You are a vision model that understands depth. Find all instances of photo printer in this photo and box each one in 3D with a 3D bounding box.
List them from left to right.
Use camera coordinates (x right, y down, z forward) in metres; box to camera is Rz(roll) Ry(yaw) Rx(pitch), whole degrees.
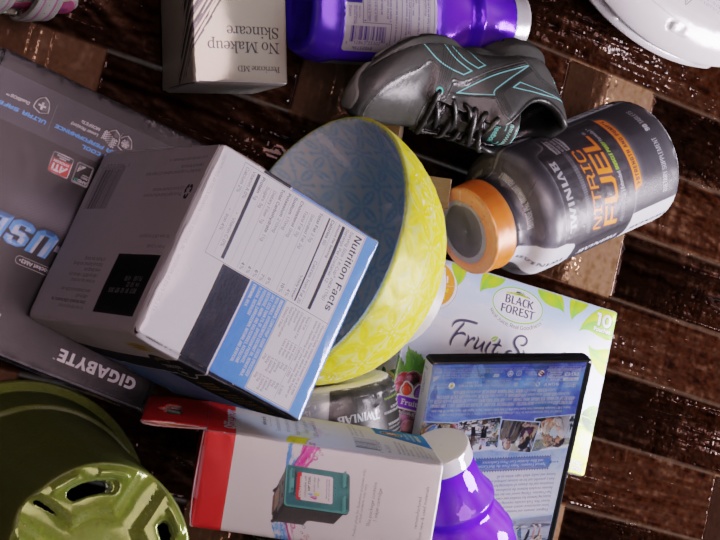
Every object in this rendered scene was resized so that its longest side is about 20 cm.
[{"bbox_3d":[0.281,-0.286,1.400,0.165,0.069,0.202,25,79,-26],"label":"photo printer"}]

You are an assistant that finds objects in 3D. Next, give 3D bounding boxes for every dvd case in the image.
[{"bbox_3d":[0.102,0.159,1.282,0.141,0.018,0.202,0,112,-23],"label":"dvd case"}]

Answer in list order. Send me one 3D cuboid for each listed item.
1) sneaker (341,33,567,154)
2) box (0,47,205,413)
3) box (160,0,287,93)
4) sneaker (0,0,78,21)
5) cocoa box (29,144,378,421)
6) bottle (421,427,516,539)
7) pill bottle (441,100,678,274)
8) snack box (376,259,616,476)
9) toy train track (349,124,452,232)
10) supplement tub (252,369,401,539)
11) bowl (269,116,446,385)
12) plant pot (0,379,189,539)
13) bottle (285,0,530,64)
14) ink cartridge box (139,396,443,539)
[{"bbox_3d":[0.078,-0.132,1.223,0.199,0.076,0.080,-10,58,-34],"label":"sneaker"},{"bbox_3d":[-0.210,-0.026,1.150,0.199,0.050,0.200,26,77,-25],"label":"box"},{"bbox_3d":[-0.103,-0.234,1.194,0.081,0.068,0.202,-3,91,-28],"label":"box"},{"bbox_3d":[-0.237,-0.209,1.112,0.200,0.081,0.089,-37,109,-28],"label":"sneaker"},{"bbox_3d":[-0.107,0.007,1.065,0.131,0.199,0.134,30,77,-27],"label":"cocoa box"},{"bbox_3d":[0.080,0.216,1.249,0.083,0.065,0.201,-18,119,-5],"label":"bottle"},{"bbox_3d":[0.156,-0.061,1.300,0.199,0.106,0.107,-23,101,-34],"label":"pill bottle"},{"bbox_3d":[0.106,0.078,1.315,0.199,0.053,0.144,16,82,-28],"label":"snack box"},{"bbox_3d":[0.011,-0.026,1.268,0.114,0.033,0.202,9,93,11],"label":"toy train track"},{"bbox_3d":[-0.023,0.181,1.207,0.122,0.122,0.202,-8,94,-28],"label":"supplement tub"},{"bbox_3d":[0.000,0.000,1.188,0.107,0.199,0.202,27,78,-37],"label":"bowl"},{"bbox_3d":[-0.203,0.178,1.072,0.198,0.190,0.202,0,89,-27],"label":"plant pot"},{"bbox_3d":[0.039,-0.202,1.264,0.198,0.065,0.084,-1,92,-28],"label":"bottle"},{"bbox_3d":[-0.052,0.136,1.083,0.198,0.116,0.068,9,93,-5],"label":"ink cartridge box"}]
